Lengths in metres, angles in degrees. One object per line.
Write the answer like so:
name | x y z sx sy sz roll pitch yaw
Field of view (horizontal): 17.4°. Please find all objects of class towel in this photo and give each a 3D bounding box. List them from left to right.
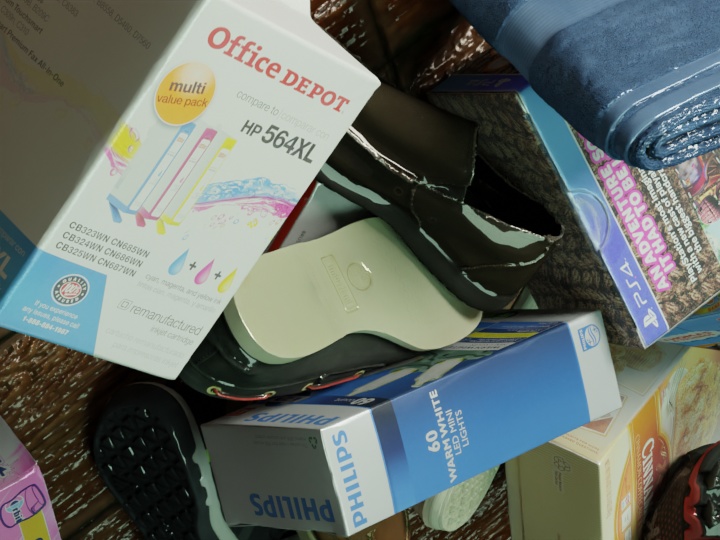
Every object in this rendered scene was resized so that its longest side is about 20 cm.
towel | 0.112 -0.129 1.174 0.111 0.200 0.049 -23 146 -28

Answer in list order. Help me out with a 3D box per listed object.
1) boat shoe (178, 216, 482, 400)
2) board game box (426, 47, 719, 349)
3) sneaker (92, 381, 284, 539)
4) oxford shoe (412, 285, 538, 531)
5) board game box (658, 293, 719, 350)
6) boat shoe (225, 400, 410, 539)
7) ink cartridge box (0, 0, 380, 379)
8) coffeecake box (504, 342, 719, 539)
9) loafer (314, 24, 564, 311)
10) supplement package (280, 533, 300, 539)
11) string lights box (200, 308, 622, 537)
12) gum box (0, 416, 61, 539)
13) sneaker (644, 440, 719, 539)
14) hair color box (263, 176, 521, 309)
boat shoe | -0.015 0.020 1.197 0.063 0.074 0.201 -31 166 39
board game box | 0.167 -0.081 1.285 0.200 0.097 0.160 -35 109 -20
sneaker | -0.089 0.112 1.320 0.083 0.072 0.200 -57 150 -31
oxford shoe | 0.076 0.060 1.422 0.200 0.058 0.075 -61 150 -2
board game box | 0.268 0.022 1.376 0.200 0.151 0.037 8 75 -40
boat shoe | -0.005 0.120 1.337 0.068 0.072 0.200 -13 151 19
ink cartridge box | -0.102 -0.075 1.073 0.128 0.125 0.200 22 107 -50
coffeecake box | 0.176 0.091 1.484 0.200 0.073 0.154 -47 147 -31
loafer | 0.029 -0.064 1.200 0.071 0.073 0.200 -33 120 31
supplement package | -0.067 0.247 1.402 0.200 0.114 0.110 -16 132 -33
string lights box | 0.029 0.076 1.224 0.200 0.103 0.059 -21 102 -38
gum box | -0.213 0.173 1.234 0.113 0.066 0.200 -29 139 -20
sneaker | 0.213 0.197 1.444 0.071 0.098 0.201 6 93 -15
hair color box | 0.000 0.000 1.289 0.200 0.064 0.111 12 113 -49
